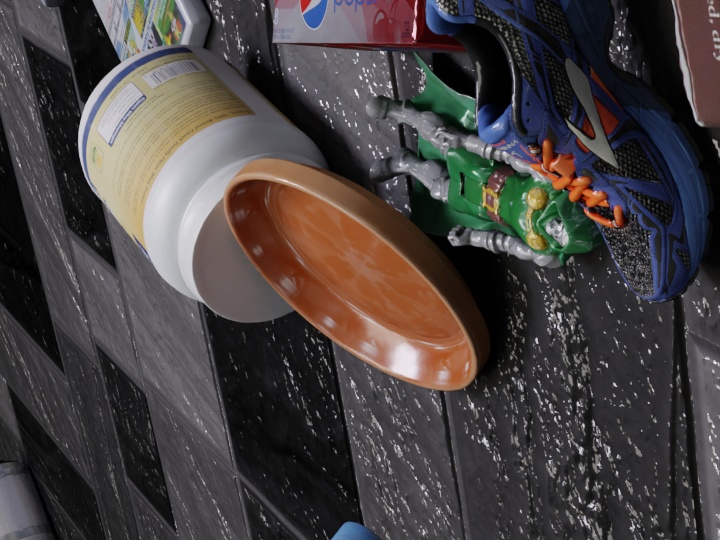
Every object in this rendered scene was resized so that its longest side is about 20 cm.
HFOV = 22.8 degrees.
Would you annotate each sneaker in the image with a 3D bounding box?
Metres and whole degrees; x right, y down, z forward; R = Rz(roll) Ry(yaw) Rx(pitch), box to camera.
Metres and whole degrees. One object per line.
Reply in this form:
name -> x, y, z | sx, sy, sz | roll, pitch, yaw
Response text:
sneaker -> 0.094, -0.069, 0.841 | 0.200, 0.078, 0.075 | 59, 160, -7

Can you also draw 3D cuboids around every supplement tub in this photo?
supplement tub -> -0.107, -0.064, 1.291 | 0.200, 0.144, 0.145 | 46, 148, 48

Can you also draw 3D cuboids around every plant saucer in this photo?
plant saucer -> 0.000, 0.000, 1.138 | 0.200, 0.032, 0.200 | 33, 157, 16

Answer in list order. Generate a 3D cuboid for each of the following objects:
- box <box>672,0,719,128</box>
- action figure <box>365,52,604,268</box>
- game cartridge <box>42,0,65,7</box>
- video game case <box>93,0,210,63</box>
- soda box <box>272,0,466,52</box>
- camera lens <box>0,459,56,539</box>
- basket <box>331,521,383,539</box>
box -> 0.195, -0.126, 0.467 | 0.200, 0.165, 0.165 | 21, 126, 63
action figure -> 0.071, -0.050, 1.001 | 0.200, 0.055, 0.119 | 31, 133, 53
game cartridge -> -0.298, -0.349, 1.670 | 0.200, 0.040, 0.134 | 126, 126, -65
video game case -> -0.184, -0.231, 1.510 | 0.183, 0.022, 0.200 | 64, 157, 17
soda box -> 0.018, -0.155, 0.994 | 0.200, 0.070, 0.064 | -165, 78, -64
camera lens -> -0.574, 0.412, 2.821 | 0.201, 0.159, 0.160 | 66, 158, 13
basket -> 0.045, 0.257, 1.171 | 0.200, 0.139, 0.176 | 36, 153, 3
